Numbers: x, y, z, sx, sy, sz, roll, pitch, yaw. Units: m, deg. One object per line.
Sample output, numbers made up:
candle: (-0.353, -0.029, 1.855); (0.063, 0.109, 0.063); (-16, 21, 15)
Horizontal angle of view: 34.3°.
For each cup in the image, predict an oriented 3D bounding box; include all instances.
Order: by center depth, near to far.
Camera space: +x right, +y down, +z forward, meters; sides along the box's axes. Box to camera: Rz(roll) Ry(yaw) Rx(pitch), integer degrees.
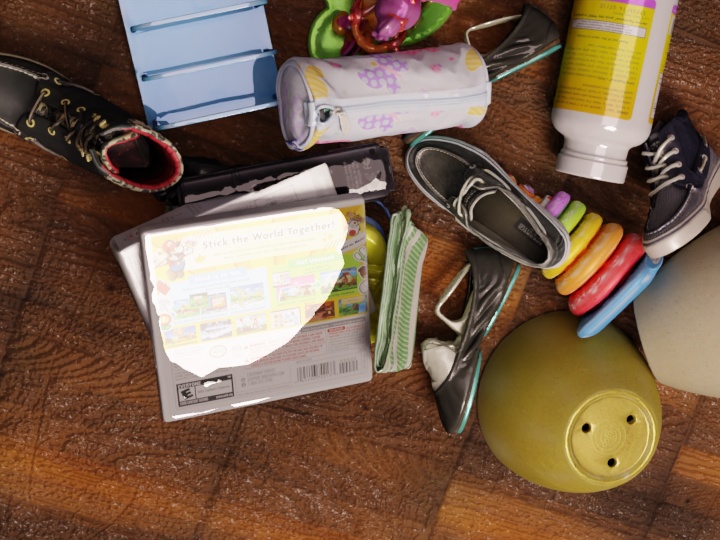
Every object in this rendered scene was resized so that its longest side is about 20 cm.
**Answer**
cup: (0.375, 0.054, 1.238); (0.143, 0.200, 0.201); (-18, 105, 22)

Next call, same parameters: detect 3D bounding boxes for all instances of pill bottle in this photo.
pill bottle: (0.255, -0.195, 1.197); (0.104, 0.104, 0.201); (9, 98, -12)

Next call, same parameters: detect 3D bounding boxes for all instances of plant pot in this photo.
plant pot: (0.240, 0.155, 1.239); (0.199, 0.142, 0.201); (-2, 100, -11)

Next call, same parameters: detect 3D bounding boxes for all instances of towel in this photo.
towel: (0.041, 0.024, 1.137); (0.023, 0.200, 0.153); (7, 86, 7)

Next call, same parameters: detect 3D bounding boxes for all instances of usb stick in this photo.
usb stick: (-0.069, -0.075, 1.068); (0.199, 0.033, 0.056); (-11, 100, -5)

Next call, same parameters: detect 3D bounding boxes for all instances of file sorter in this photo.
file sorter: (-0.155, -0.240, 1.102); (0.138, 0.123, 0.201); (-13, 103, -8)

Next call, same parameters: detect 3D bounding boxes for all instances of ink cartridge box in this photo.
ink cartridge box: (-0.104, 0.006, 1.061); (0.200, 0.057, 0.163); (-26, 117, -15)

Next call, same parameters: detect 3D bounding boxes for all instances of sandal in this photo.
sandal: (0.000, 0.000, 1.168); (0.079, 0.087, 0.200); (11, 142, -1)

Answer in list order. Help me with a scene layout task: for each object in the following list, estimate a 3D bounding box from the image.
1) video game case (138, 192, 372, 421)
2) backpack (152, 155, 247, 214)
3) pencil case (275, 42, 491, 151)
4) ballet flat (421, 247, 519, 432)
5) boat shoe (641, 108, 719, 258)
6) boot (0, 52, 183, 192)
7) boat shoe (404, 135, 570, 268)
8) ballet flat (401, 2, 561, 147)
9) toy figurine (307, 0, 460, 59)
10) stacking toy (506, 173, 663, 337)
video game case: (-0.088, 0.032, 1.039); (0.199, 0.023, 0.183); (-10, 113, -16)
backpack: (-0.122, -0.004, 1.151); (0.166, 0.127, 0.201); (9, 99, -1)
pencil case: (0.021, -0.162, 1.075); (0.199, 0.091, 0.083); (-11, 98, -28)
ballet flat: (0.104, 0.069, 1.234); (0.068, 0.068, 0.201); (20, 86, -5)
boat shoe: (0.315, -0.093, 1.202); (0.075, 0.200, 0.093); (-30, 101, 36)
boot: (-0.263, -0.136, 1.062); (0.203, 0.154, 0.074); (25, 91, -29)
boat shoe: (0.125, -0.073, 1.175); (0.200, 0.071, 0.072); (35, 105, 15)
ballet flat: (0.111, -0.206, 1.192); (0.200, 0.068, 0.069); (-35, 95, -9)
toy figurine: (0.033, -0.265, 1.101); (0.150, 0.184, 0.200); (33, 94, -14)
stacking toy: (0.210, -0.039, 1.228); (0.200, 0.116, 0.110); (42, 117, 2)
